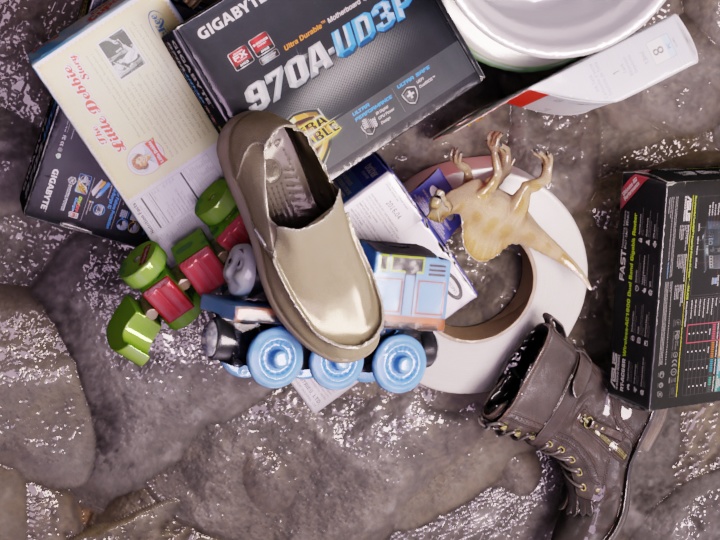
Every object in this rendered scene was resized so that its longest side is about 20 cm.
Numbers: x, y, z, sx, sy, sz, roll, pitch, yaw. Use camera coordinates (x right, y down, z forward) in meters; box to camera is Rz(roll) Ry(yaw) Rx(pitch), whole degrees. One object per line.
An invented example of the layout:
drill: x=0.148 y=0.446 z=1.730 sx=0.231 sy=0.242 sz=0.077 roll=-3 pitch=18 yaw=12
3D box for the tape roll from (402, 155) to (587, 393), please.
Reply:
tape roll: x=0.094 y=0.005 z=1.806 sx=0.201 sy=0.037 sz=0.204 roll=-4 pitch=109 yaw=-11

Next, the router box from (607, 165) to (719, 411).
router box: x=0.291 y=0.011 z=1.805 sx=0.149 sy=0.062 sz=0.202 roll=-4 pitch=104 yaw=-31

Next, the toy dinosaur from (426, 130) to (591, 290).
toy dinosaur: x=0.118 y=-0.053 z=1.738 sx=0.199 sy=0.058 sz=0.102 roll=21 pitch=83 yaw=-41

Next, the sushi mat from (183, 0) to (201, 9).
sushi mat: x=-0.095 y=-0.302 z=1.620 sx=0.096 sy=0.012 sz=0.200 roll=46 pitch=101 yaw=8

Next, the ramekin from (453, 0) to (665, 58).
ramekin: x=0.140 y=-0.267 z=1.586 sx=0.199 sy=0.098 sz=0.202 roll=-4 pitch=109 yaw=-11

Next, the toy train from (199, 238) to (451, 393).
toy train: x=-0.026 y=0.031 z=1.624 sx=0.199 sy=0.087 sz=0.115 roll=4 pitch=94 yaw=-27

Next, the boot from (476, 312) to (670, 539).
boot: x=0.166 y=0.149 z=1.833 sx=0.173 sy=0.069 sz=0.201 roll=23 pitch=92 yaw=-36

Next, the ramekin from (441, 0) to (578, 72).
ramekin: x=0.126 y=-0.254 z=1.692 sx=0.198 sy=0.098 sz=0.201 roll=-4 pitch=109 yaw=-12

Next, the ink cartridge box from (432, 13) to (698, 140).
ink cartridge box: x=0.161 y=-0.136 z=1.705 sx=0.199 sy=0.160 sz=0.047 roll=-28 pitch=93 yaw=-3

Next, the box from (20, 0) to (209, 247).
box: x=-0.166 y=-0.119 z=1.692 sx=0.158 sy=0.046 sz=0.201 roll=15 pitch=104 yaw=-18

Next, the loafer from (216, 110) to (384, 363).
loafer: x=-0.040 y=-0.024 z=1.539 sx=0.075 sy=0.068 sz=0.201 roll=-31 pitch=99 yaw=-21

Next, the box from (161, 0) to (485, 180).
box: x=-0.027 y=-0.160 z=1.612 sx=0.199 sy=0.046 sz=0.160 roll=-33 pitch=98 yaw=-17

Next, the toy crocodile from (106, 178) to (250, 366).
toy crocodile: x=-0.118 y=-0.009 z=1.636 sx=0.200 sy=0.062 sz=0.068 roll=-40 pitch=118 yaw=2

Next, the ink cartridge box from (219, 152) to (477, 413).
ink cartridge box: x=0.000 y=0.000 z=1.723 sx=0.199 sy=0.076 sz=0.137 roll=-35 pitch=112 yaw=2

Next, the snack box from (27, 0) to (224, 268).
snack box: x=-0.154 y=-0.114 z=1.642 sx=0.116 sy=0.037 sz=0.201 roll=-33 pitch=114 yaw=-1
